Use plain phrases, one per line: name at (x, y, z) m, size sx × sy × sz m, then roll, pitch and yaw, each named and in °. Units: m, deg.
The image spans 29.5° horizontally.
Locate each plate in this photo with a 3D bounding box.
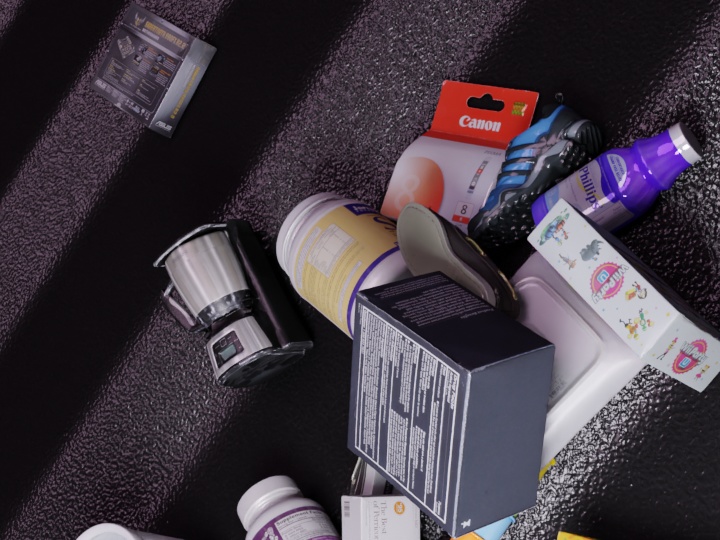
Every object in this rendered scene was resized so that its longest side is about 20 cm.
plate at (0.187, 0.097, 1.511) m, size 0.200 × 0.032 × 0.200 m, roll -46°, pitch 52°, yaw 6°

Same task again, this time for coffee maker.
coffee maker at (-0.149, 0.041, 1.815) m, size 0.135 × 0.191 × 0.201 m, roll -43°, pitch 70°, yaw 48°

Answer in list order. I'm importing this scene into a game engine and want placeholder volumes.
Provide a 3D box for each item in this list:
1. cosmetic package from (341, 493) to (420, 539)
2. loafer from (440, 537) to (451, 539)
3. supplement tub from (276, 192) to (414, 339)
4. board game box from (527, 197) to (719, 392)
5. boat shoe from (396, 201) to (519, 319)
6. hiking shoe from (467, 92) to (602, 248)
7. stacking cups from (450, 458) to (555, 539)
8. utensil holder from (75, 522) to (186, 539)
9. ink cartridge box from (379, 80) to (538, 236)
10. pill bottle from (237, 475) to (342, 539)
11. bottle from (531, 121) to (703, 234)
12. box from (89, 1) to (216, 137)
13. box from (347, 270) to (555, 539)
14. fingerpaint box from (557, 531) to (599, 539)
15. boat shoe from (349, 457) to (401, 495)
cosmetic package at (0.025, 0.358, 1.563) m, size 0.051 × 0.082 × 0.201 m, roll -12°, pitch 77°, yaw 57°
loafer at (0.089, 0.398, 1.530) m, size 0.073 × 0.071 × 0.201 m, roll -22°, pitch 62°, yaw 33°
supplement tub at (0.000, 0.000, 1.699) m, size 0.200 × 0.145 × 0.146 m, roll 38°, pitch 100°, yaw 41°
board game box at (0.285, 0.026, 1.443) m, size 0.064 × 0.147 × 0.200 m, roll -50°, pitch 49°, yaw 12°
boat shoe at (0.108, -0.006, 1.558) m, size 0.201 × 0.060 × 0.072 m, roll 55°, pitch 128°, yaw 41°
hiking shoe at (0.197, -0.112, 1.626) m, size 0.200 × 0.074 × 0.087 m, roll -45°, pitch 48°, yaw 5°
stacking cups at (0.135, 0.273, 1.499) m, size 0.060 × 0.061 × 0.200 m, roll 24°, pitch 71°, yaw 43°
utensil holder at (-0.257, 0.418, 1.733) m, size 0.169 × 0.200 × 0.171 m, roll -16°, pitch 64°, yaw 37°
ink cartridge box at (0.123, -0.142, 1.710) m, size 0.162 × 0.050 × 0.201 m, roll 15°, pitch 88°, yaw 42°
pill bottle at (-0.073, 0.349, 1.659) m, size 0.112 × 0.112 × 0.200 m, roll -50°, pitch 49°, yaw 16°
bottle at (0.288, -0.093, 1.538) m, size 0.200 × 0.065 × 0.084 m, roll -34°, pitch 51°, yaw 27°
box at (-0.331, -0.320, 2.164) m, size 0.200 × 0.048 × 0.159 m, roll 33°, pitch 96°, yaw 42°
box at (0.092, 0.137, 1.444) m, size 0.198 × 0.123 × 0.201 m, roll 35°, pitch 130°, yaw 48°
fingerpaint box at (0.264, 0.382, 1.383) m, size 0.166 × 0.073 × 0.201 m, roll 7°, pitch 79°, yaw 42°
boat shoe at (0.021, 0.239, 1.644) m, size 0.064 × 0.071 × 0.201 m, roll -7°, pitch 62°, yaw 54°
